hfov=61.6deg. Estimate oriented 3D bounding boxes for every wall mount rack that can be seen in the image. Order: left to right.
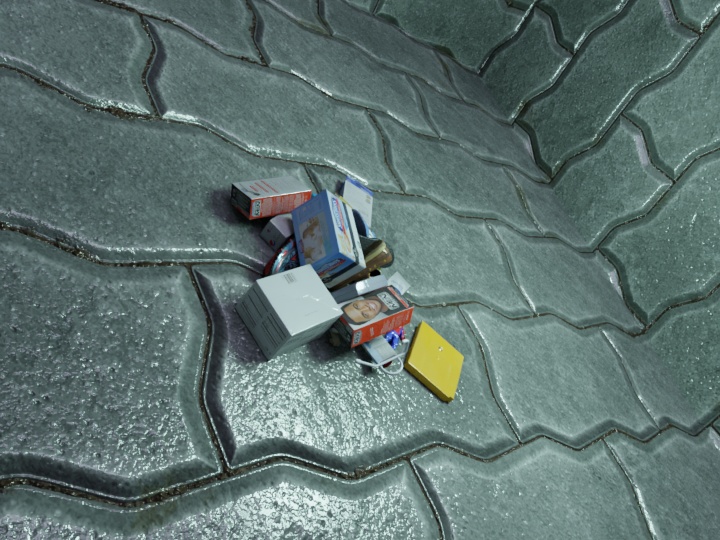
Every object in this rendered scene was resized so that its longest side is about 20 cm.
[{"bbox_3d":[0.024,0.187,1.569,0.170,0.076,0.200,-19,46,-28],"label":"wall mount rack"}]

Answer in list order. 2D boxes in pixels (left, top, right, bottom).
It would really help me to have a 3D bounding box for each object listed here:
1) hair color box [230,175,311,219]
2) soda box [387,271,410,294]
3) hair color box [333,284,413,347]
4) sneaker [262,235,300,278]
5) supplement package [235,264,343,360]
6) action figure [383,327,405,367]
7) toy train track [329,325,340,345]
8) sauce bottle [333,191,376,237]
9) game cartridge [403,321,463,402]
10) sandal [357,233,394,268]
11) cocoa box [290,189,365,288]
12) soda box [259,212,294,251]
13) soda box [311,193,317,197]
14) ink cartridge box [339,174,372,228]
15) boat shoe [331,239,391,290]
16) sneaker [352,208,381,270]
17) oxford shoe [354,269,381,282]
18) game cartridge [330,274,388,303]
[{"bbox_3d":[-0.246,-0.203,1.665,0.197,0.065,0.110,-13,37,-39],"label":"hair color box"},{"bbox_3d":[0.073,0.079,1.769,0.064,0.068,0.200,46,33,3],"label":"soda box"},{"bbox_3d":[0.031,0.114,1.559,0.197,0.062,0.101,-19,47,-33],"label":"hair color box"},{"bbox_3d":[-0.182,-0.018,1.593,0.095,0.079,0.201,42,34,-6],"label":"sneaker"},{"bbox_3d":[-0.170,0.096,1.456,0.157,0.111,0.198,54,34,13],"label":"supplement package"},{"bbox_3d":[0.092,0.188,1.698,0.065,0.052,0.201,36,33,-3],"label":"action figure"},{"bbox_3d":[-0.102,0.107,1.588,0.114,0.032,0.204,18,46,-60],"label":"toy train track"},{"bbox_3d":[-0.027,-0.153,1.885,0.200,0.065,0.065,46,34,-4],"label":"sauce bottle"},{"bbox_3d":[0.216,0.266,1.763,0.175,0.032,0.201,41,37,-7],"label":"game cartridge"},{"bbox_3d":[0.019,-0.067,1.750,0.197,0.077,0.048,23,5,-33],"label":"sandal"},{"bbox_3d":[-0.089,-0.084,1.621,0.131,0.131,0.204,30,40,-52],"label":"cocoa box"},{"bbox_3d":[-0.197,-0.131,1.707,0.068,0.064,0.200,44,33,1],"label":"soda box"},{"bbox_3d":[-0.094,-0.139,1.787,0.063,0.069,0.201,6,38,-43],"label":"soda box"},{"bbox_3d":[-0.017,-0.223,2.015,0.118,0.042,0.203,30,40,-20],"label":"ink cartridge box"},{"bbox_3d":[0.000,0.000,1.675,0.068,0.198,0.072,51,9,-19],"label":"boat shoe"},{"bbox_3d":[0.008,-0.095,1.827,0.204,0.072,0.083,64,19,-17],"label":"sneaker"},{"bbox_3d":[-0.027,-0.015,1.745,0.196,0.073,0.073,18,59,-32],"label":"oxford shoe"},{"bbox_3d":[-0.006,0.053,1.629,0.199,0.131,0.042,-14,78,-64],"label":"game cartridge"}]
